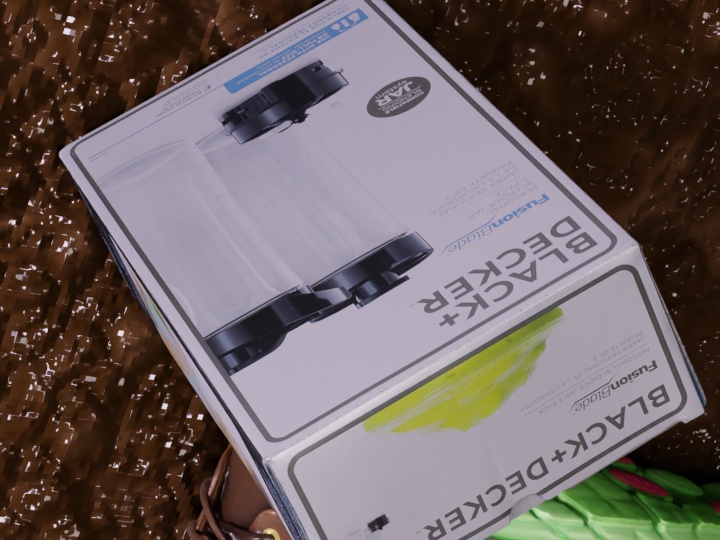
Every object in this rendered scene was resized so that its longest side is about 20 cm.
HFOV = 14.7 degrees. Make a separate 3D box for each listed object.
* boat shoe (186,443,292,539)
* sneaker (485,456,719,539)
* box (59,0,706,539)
[{"bbox_3d":[-0.021,0.090,0.914,0.067,0.072,0.201,-15,123,-18],"label":"boat shoe"},{"bbox_3d":[0.095,0.111,0.971,0.200,0.077,0.084,18,104,-28],"label":"sneaker"},{"bbox_3d":[0.000,0.000,0.798,0.116,0.200,0.060,-29,124,-6],"label":"box"}]
